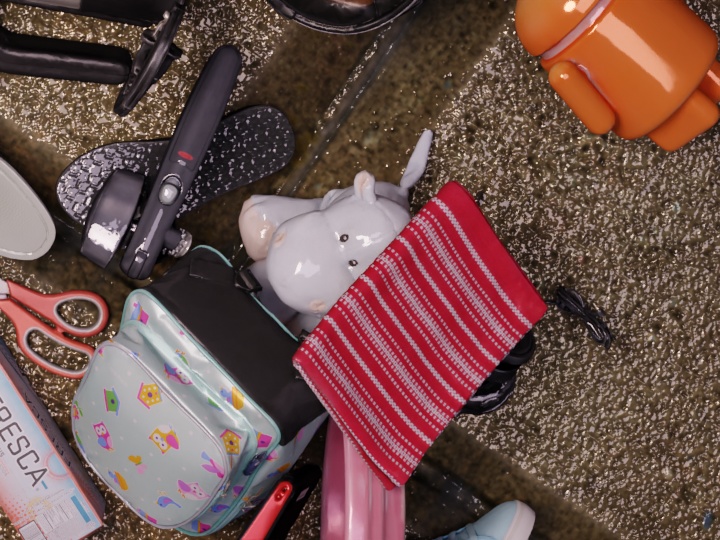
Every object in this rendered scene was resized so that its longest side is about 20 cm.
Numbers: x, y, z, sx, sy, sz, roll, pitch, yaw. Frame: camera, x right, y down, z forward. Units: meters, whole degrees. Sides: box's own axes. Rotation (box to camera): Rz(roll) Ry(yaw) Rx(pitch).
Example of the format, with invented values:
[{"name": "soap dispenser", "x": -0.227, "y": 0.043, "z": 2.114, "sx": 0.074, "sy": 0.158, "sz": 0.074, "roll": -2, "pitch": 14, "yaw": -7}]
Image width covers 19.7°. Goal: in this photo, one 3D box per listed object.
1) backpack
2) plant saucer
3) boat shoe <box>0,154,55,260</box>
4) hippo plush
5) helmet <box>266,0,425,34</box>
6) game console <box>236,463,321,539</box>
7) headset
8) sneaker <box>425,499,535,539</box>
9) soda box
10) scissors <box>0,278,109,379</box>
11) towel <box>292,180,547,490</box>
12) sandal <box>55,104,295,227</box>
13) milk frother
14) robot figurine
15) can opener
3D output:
[{"name": "backpack", "x": -0.130, "y": 0.111, "z": 1.597, "sx": 0.176, "sy": 0.200, "sz": 0.153, "roll": 42, "pitch": 54, "yaw": 10}, {"name": "plant saucer", "x": 0.002, "y": 0.199, "z": 1.632, "sx": 0.051, "sy": 0.201, "sz": 0.202, "roll": 2, "pitch": 97, "yaw": -6}, {"name": "boat shoe", "x": -0.318, "y": -0.087, "z": 1.624, "sx": 0.200, "sy": 0.060, "sz": 0.076, "roll": 41, "pitch": 110, "yaw": -13}, {"name": "hippo plush", "x": 0.000, "y": 0.000, "z": 1.628, "sx": 0.199, "sy": 0.161, "sz": 0.160, "roll": -20, "pitch": 99, "yaw": -5}, {"name": "helmet", "x": 0.006, "y": -0.289, "z": 1.580, "sx": 0.199, "sy": 0.191, "sz": 0.201, "roll": 8, "pitch": 126, "yaw": 11}, {"name": "game console", "x": -0.093, "y": 0.231, "z": 1.626, "sx": 0.031, "sy": 0.200, "sz": 0.177, "roll": 30, "pitch": 91, "yaw": 5}, {"name": "headset", "x": 0.111, "y": 0.078, "z": 1.675, "sx": 0.200, "sy": 0.124, "sz": 0.094, "roll": -37, "pitch": 74, "yaw": -26}, {"name": "sneaker", "x": 0.054, "y": 0.249, "z": 1.712, "sx": 0.200, "sy": 0.074, "sz": 0.082, "roll": -43, "pitch": 104, "yaw": -2}, {"name": "soda box", "x": -0.280, "y": 0.129, "z": 1.650, "sx": 0.063, "sy": 0.068, "sz": 0.201, "roll": -30, "pitch": 101, "yaw": 0}, {"name": "scissors", "x": -0.295, "y": 0.020, "z": 1.664, "sx": 0.199, "sy": 0.014, "sz": 0.073, "roll": 26, "pitch": 93, "yaw": -11}, {"name": "towel", "x": 0.049, "y": 0.047, "z": 1.555, "sx": 0.200, "sy": 0.022, "sz": 0.145, "roll": -48, "pitch": 118, "yaw": -24}, {"name": "sandal", "x": -0.149, "y": -0.078, "z": 1.662, "sx": 0.200, "sy": 0.048, "sz": 0.076, "roll": -17, "pitch": 98, "yaw": -18}, {"name": "milk frother", "x": -0.221, "y": -0.219, "z": 1.553, "sx": 0.187, "sy": 0.200, "sz": 0.181, "roll": 9, "pitch": 100, "yaw": -9}, {"name": "robot figurine", "x": 0.205, "y": -0.185, "z": 1.657, "sx": 0.200, "sy": 0.117, "sz": 0.144, "roll": 41, "pitch": 90, "yaw": -10}, {"name": "can opener", "x": -0.142, "y": -0.085, "z": 1.603, "sx": 0.078, "sy": 0.063, "sz": 0.201, "roll": 30, "pitch": 85, "yaw": -18}]
